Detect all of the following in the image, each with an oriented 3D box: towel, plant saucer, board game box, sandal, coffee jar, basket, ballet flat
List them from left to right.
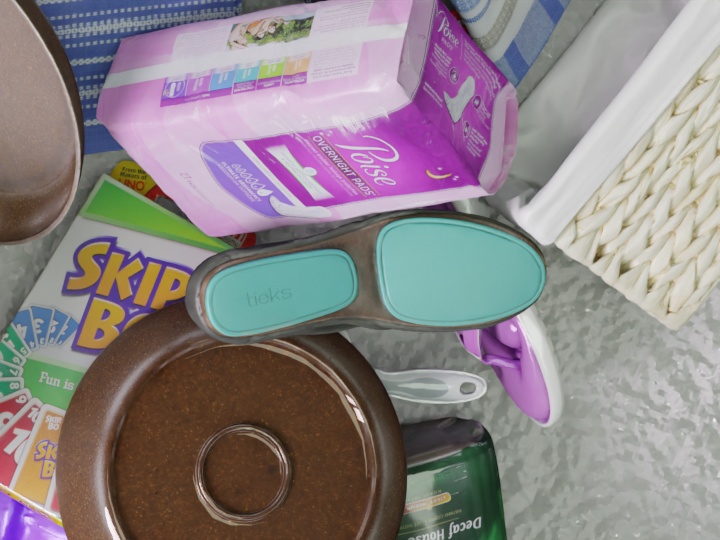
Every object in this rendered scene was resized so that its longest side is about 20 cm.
[{"bbox_3d":[-0.220,-0.107,1.446,0.032,0.200,0.201,-42,108,-39],"label":"plant saucer"},{"bbox_3d":[-0.145,0.039,1.508,0.095,0.030,0.201,29,75,5],"label":"board game box"},{"bbox_3d":[-0.133,-0.144,1.459,0.144,0.024,0.201,-9,134,-16],"label":"towel"},{"bbox_3d":[-0.066,0.111,1.479,0.199,0.034,0.201,2,82,-14],"label":"plant saucer"},{"bbox_3d":[0.000,0.000,1.473,0.199,0.068,0.068,-3,98,-13],"label":"ballet flat"},{"bbox_3d":[0.047,0.194,1.580,0.104,0.085,0.201,-15,104,-5],"label":"coffee jar"},{"bbox_3d":[0.055,0.002,1.548,0.050,0.082,0.203,-25,92,-15],"label":"sandal"},{"bbox_3d":[0.091,-0.192,1.413,0.024,0.200,0.147,24,77,23],"label":"towel"},{"bbox_3d":[0.178,-0.081,1.524,0.123,0.136,0.200,37,93,-16],"label":"basket"}]

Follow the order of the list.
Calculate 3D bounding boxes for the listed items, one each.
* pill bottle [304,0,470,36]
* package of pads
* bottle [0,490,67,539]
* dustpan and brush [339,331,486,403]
[{"bbox_3d":[0.019,-0.182,1.441,0.113,0.114,0.200,-19,144,-5],"label":"pill bottle"},{"bbox_3d":[-0.027,-0.082,1.436,0.120,0.199,0.076,44,48,-46],"label":"package of pads"},{"bbox_3d":[-0.151,0.146,1.538,0.199,0.084,0.066,13,84,-5],"label":"bottle"},{"bbox_3d":[-0.029,0.060,1.554,0.199,0.057,0.140,1,101,-10],"label":"dustpan and brush"}]
